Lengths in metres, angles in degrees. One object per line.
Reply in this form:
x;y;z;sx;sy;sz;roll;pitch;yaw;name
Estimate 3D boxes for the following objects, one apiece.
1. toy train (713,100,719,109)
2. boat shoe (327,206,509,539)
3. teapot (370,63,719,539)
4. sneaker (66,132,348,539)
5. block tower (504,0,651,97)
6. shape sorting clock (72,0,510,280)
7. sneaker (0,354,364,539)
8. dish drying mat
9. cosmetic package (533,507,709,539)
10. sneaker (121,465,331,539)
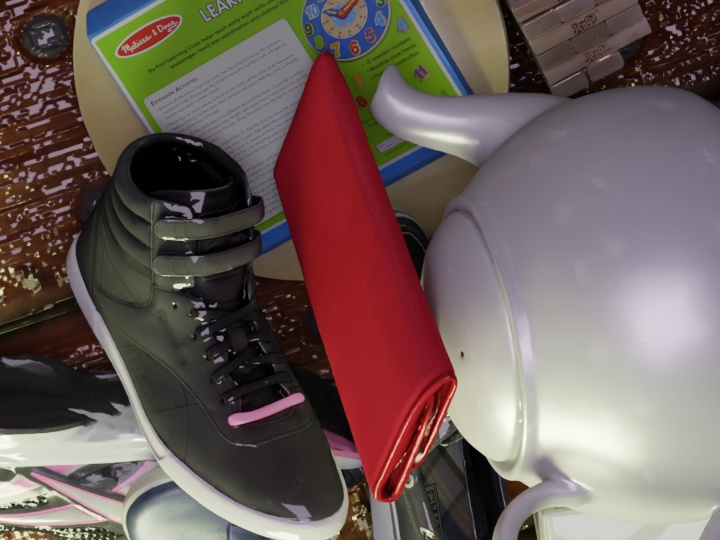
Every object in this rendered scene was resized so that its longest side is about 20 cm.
0.206;-0.084;1.320;0.085;0.114;0.200;33;95;-3;toy train
0.035;0.069;1.326;0.070;0.066;0.200;-15;103;-44;boat shoe
0.089;0.025;1.243;0.146;0.200;0.198;-12;114;-12;teapot
-0.062;0.023;1.292;0.071;0.099;0.200;-16;55;-31;sneaker
0.066;-0.166;1.285;0.054;0.058;0.200;-28;135;3;block tower
-0.032;-0.092;1.343;0.200;0.039;0.200;3;112;8;shape sorting clock
-0.099;0.089;1.366;0.200;0.080;0.086;4;122;-5;sneaker
0.000;0.000;1.251;0.018;0.200;0.077;4;132;-21;dish drying mat
0.182;0.124;1.346;0.200;0.108;0.085;-9;96;-1;cosmetic package
-0.032;0.170;1.328;0.075;0.085;0.200;-34;115;22;sneaker
